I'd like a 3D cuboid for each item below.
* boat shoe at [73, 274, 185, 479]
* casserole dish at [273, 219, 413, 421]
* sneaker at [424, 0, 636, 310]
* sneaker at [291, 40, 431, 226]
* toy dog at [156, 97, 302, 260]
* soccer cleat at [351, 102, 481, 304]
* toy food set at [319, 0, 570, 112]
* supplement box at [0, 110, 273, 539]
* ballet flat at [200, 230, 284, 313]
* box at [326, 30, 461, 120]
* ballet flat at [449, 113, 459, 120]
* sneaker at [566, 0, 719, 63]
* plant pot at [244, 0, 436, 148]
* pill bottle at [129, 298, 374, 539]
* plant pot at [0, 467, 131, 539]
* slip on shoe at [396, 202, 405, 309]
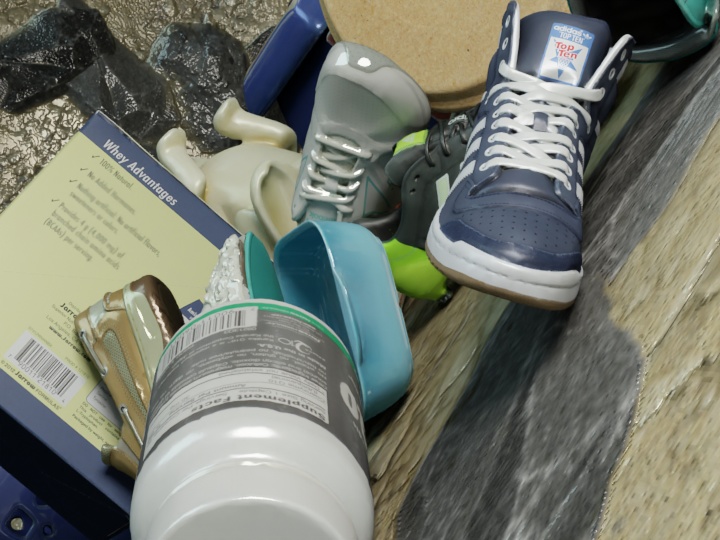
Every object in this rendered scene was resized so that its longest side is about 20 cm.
[{"bbox_3d":[-0.123,0.107,0.948,0.076,0.201,0.072,-24,-19,6],"label":"boat shoe"},{"bbox_3d":[-0.011,0.031,0.911,0.039,0.122,0.200,-13,-3,-14],"label":"casserole dish"},{"bbox_3d":[0.081,-0.059,0.697,0.200,0.070,0.109,-67,-6,-71],"label":"sneaker"},{"bbox_3d":[-0.005,-0.064,0.953,0.080,0.070,0.200,-58,-13,-26],"label":"sneaker"},{"bbox_3d":[-0.081,-0.040,1.172,0.200,0.194,0.140,3,41,41],"label":"toy dog"},{"bbox_3d":[0.066,-0.065,0.887,0.200,0.081,0.068,-51,8,29],"label":"soccer cleat"},{"bbox_3d":[0.055,-0.196,0.919,0.049,0.198,0.200,-13,-36,-55],"label":"toy food set"},{"bbox_3d":[-0.181,0.043,1.051,0.200,0.200,0.134,-52,6,-26],"label":"supplement box"},{"bbox_3d":[-0.071,0.061,0.913,0.072,0.072,0.200,-50,41,34],"label":"ballet flat"},{"bbox_3d":[0.098,-0.202,1.015,0.200,0.152,0.106,-52,8,28],"label":"box"},{"bbox_3d":[0.105,-0.117,0.946,0.200,0.062,0.067,-52,5,22],"label":"ballet flat"},{"bbox_3d":[0.161,-0.175,0.731,0.200,0.083,0.121,-60,-3,42],"label":"sneaker"},{"bbox_3d":[0.023,-0.193,1.322,0.200,0.180,0.200,-59,7,-28],"label":"plant pot"},{"bbox_3d":[-0.051,0.100,0.734,0.113,0.113,0.200,-53,15,16],"label":"pill bottle"},{"bbox_3d":[-0.318,0.244,1.652,0.200,0.180,0.200,-57,7,-23],"label":"plant pot"},{"bbox_3d":[0.000,0.000,1.064,0.074,0.061,0.200,-15,36,45],"label":"slip on shoe"}]
